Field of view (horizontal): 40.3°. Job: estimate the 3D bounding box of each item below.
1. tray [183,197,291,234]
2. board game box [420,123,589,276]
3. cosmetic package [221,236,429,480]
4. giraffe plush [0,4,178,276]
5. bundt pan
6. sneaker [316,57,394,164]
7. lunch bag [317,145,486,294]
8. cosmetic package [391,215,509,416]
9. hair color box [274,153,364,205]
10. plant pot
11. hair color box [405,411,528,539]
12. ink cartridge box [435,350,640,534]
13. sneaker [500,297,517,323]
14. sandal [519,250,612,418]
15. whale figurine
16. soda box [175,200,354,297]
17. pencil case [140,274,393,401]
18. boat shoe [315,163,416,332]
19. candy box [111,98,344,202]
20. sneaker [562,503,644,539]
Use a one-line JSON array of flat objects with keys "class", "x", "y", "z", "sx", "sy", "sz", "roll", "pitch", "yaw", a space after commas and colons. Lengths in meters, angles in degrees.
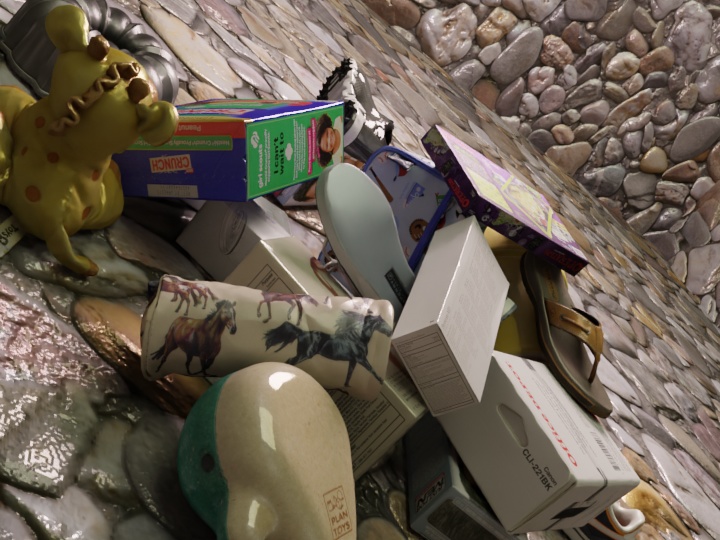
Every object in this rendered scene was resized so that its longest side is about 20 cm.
[{"class": "tray", "x": -0.146, "y": -0.081, "z": 1.091, "sx": 0.199, "sy": 0.022, "sz": 0.108, "roll": 34, "pitch": 20, "yaw": -26}, {"class": "board game box", "x": 0.155, "y": -0.072, "z": 1.040, "sx": 0.198, "sy": 0.032, "sz": 0.121, "roll": 25, "pitch": 33, "yaw": -40}, {"class": "cosmetic package", "x": -0.037, "y": 0.077, "z": 0.861, "sx": 0.200, "sy": 0.103, "sz": 0.087, "roll": 48, "pitch": 18, "yaw": 9}, {"class": "giraffe plush", "x": -0.228, "y": -0.117, "z": 0.784, "sx": 0.171, "sy": 0.162, "sz": 0.201, "roll": 33, "pitch": 21, "yaw": -28}, {"class": "bundt pan", "x": -0.275, "y": -0.228, "z": 1.043, "sx": 0.201, "sy": 0.076, "sz": 0.203, "roll": 36, "pitch": 20, "yaw": -15}, {"class": "sneaker", "x": -0.002, "y": -0.186, "z": 1.191, "sx": 0.090, "sy": 0.066, "sz": 0.201, "roll": 37, "pitch": 24, "yaw": -26}, {"class": "lunch bag", "x": 0.049, "y": -0.031, "z": 1.085, "sx": 0.159, "sy": 0.202, "sz": 0.075, "roll": 34, "pitch": 12, "yaw": 28}, {"class": "cosmetic package", "x": 0.084, "y": 0.035, "z": 0.881, "sx": 0.083, "sy": 0.050, "sz": 0.201, "roll": 62, "pitch": 26, "yaw": -19}, {"class": "hair color box", "x": -0.043, "y": -0.140, "z": 1.279, "sx": 0.061, "sy": 0.099, "sz": 0.199, "roll": 48, "pitch": 20, "yaw": 13}, {"class": "plant pot", "x": 0.156, "y": 0.070, "z": 1.139, "sx": 0.199, "sy": 0.200, "sz": 0.191, "roll": 30, "pitch": 33, "yaw": -33}, {"class": "hair color box", "x": 0.098, "y": 0.192, "z": 0.952, "sx": 0.099, "sy": 0.061, "sz": 0.201, "roll": 39, "pitch": 20, "yaw": -16}, {"class": "ink cartridge box", "x": 0.169, "y": 0.164, "z": 0.936, "sx": 0.199, "sy": 0.084, "sz": 0.145, "roll": 21, "pitch": 32, "yaw": -57}, {"class": "sneaker", "x": 0.064, "y": 0.060, "z": 1.003, "sx": 0.083, "sy": 0.198, "sz": 0.070, "roll": 56, "pitch": -24, "yaw": 5}, {"class": "sandal", "x": 0.223, "y": 0.056, "z": 1.028, "sx": 0.081, "sy": 0.054, "sz": 0.203, "roll": 23, "pitch": 44, "yaw": -40}, {"class": "whale figurine", "x": -0.059, "y": 0.168, "z": 0.673, "sx": 0.159, "sy": 0.102, "sz": 0.203, "roll": -7, "pitch": 77, "yaw": -65}, {"class": "soda box", "x": -0.082, "y": 0.009, "z": 0.964, "sx": 0.200, "sy": 0.068, "sz": 0.063, "roll": 44, "pitch": 19, "yaw": 0}, {"class": "pencil case", "x": -0.068, "y": 0.053, "z": 0.748, "sx": 0.196, "sy": 0.079, "sz": 0.089, "roll": 7, "pitch": -11, "yaw": -12}, {"class": "boat shoe", "x": 0.003, "y": -0.002, "z": 0.923, "sx": 0.074, "sy": 0.086, "sz": 0.204, "roll": -41, "pitch": 107, "yaw": -33}, {"class": "candy box", "x": -0.130, "y": -0.121, "z": 0.951, "sx": 0.166, "sy": 0.079, "sz": 0.200, "roll": 5, "pitch": 17, "yaw": 24}, {"class": "sneaker", "x": 0.230, "y": 0.237, "z": 1.102, "sx": 0.199, "sy": 0.080, "sz": 0.078, "roll": 41, "pitch": 20, "yaw": -2}]
